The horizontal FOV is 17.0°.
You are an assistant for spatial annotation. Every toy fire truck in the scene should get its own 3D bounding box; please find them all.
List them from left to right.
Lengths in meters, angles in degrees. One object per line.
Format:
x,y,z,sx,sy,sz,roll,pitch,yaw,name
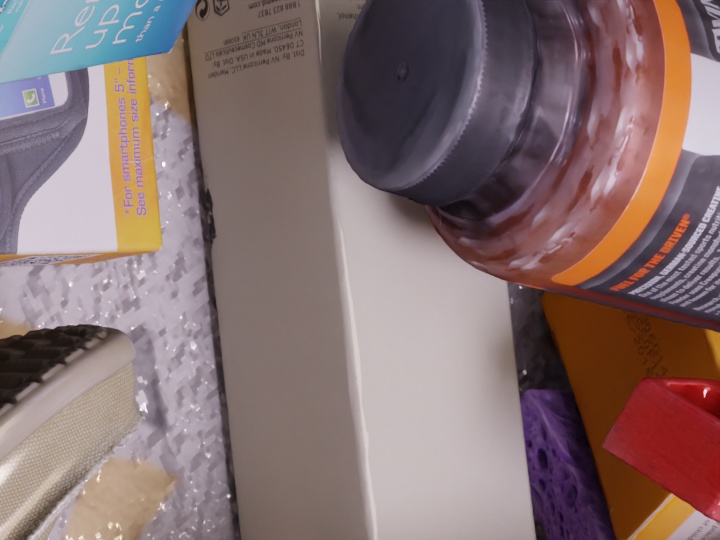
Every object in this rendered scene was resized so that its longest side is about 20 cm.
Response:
0.132,0.121,0.797,0.199,0.049,0.142,22,97,-48,toy fire truck

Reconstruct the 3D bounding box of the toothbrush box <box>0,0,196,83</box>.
-0.091,-0.124,0.567,0.147,0.085,0.200,-60,163,21,toothbrush box

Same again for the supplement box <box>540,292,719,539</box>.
0.175,0.059,0.891,0.199,0.074,0.127,19,37,-29,supplement box

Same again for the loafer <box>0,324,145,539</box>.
-0.128,0.091,0.656,0.200,0.075,0.069,-45,116,-28,loafer

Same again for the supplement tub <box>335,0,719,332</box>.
0.091,-0.040,0.758,0.199,0.107,0.108,13,76,-36,supplement tub

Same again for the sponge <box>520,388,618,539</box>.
0.144,0.099,0.911,0.199,0.030,0.112,5,48,-43,sponge

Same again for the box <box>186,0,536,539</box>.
0.000,0.000,0.792,0.082,0.068,0.202,-2,87,-44,box

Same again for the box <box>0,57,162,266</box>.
-0.146,-0.060,0.678,0.199,0.041,0.120,-3,87,-47,box
